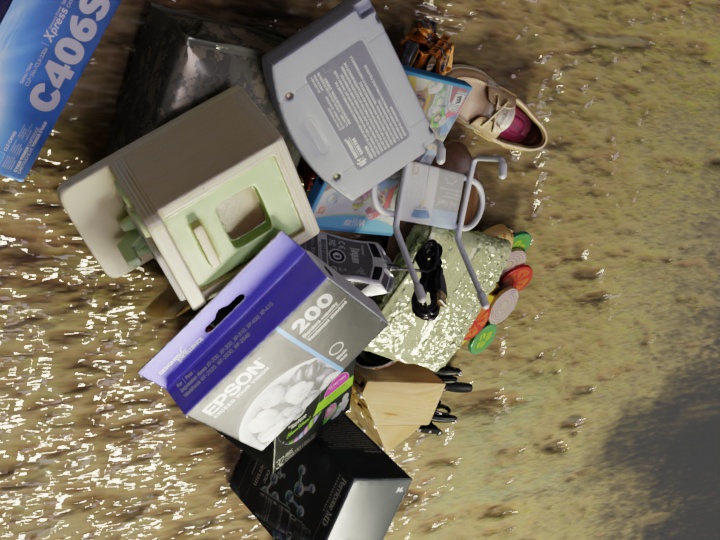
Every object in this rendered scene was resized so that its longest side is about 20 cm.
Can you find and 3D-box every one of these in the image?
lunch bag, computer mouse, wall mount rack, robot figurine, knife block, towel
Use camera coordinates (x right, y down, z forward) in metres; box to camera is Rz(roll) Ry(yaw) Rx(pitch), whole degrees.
[{"bbox_3d":[-0.134,-0.164,1.141,0.199,0.118,0.165,6,116,-38],"label":"lunch bag"},{"bbox_3d":[0.000,0.000,1.247,0.199,0.110,0.044,10,139,-15],"label":"computer mouse"},{"bbox_3d":[0.095,-0.052,1.249,0.199,0.074,0.175,7,94,-46],"label":"wall mount rack"},{"bbox_3d":[0.058,-0.190,1.295,0.145,0.058,0.201,-58,167,-59],"label":"robot figurine"},{"bbox_3d":[0.073,0.160,1.567,0.175,0.064,0.201,-37,134,-17],"label":"knife block"},{"bbox_3d":[0.091,0.032,1.378,0.148,0.037,0.201,14,115,-31],"label":"towel"}]

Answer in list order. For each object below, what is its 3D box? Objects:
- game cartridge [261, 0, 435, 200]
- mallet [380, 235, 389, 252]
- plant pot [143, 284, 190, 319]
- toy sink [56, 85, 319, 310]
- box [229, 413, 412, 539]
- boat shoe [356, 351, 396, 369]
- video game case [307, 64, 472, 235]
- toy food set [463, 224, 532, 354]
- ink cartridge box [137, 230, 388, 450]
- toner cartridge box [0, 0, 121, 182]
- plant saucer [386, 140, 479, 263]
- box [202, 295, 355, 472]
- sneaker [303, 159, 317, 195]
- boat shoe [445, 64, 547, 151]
[{"bbox_3d":[-0.014,-0.165,1.118,0.133,0.041,0.200,-36,135,-5],"label":"game cartridge"},{"bbox_3d":[-0.020,-0.007,1.403,0.199,0.041,0.066,-3,120,-35],"label":"mallet"},{"bbox_3d":[-0.145,-0.007,1.201,0.200,0.200,0.028,-38,91,-15],"label":"plant pot"},{"bbox_3d":[-0.157,-0.054,1.045,0.199,0.112,0.131,-30,138,-10],"label":"toy sink"},{"bbox_3d":[-0.055,0.271,1.432,0.107,0.200,0.149,10,110,-44],"label":"box"},{"bbox_3d":[0.075,0.065,1.450,0.201,0.074,0.063,-34,176,16],"label":"boat shoe"},{"bbox_3d":[0.027,-0.128,1.225,0.143,0.018,0.201,3,124,-45],"label":"video game case"},{"bbox_3d":[0.165,0.026,1.549,0.198,0.049,0.201,16,108,-55],"label":"toy food set"},{"bbox_3d":[-0.089,0.077,1.114,0.198,0.043,0.200,-45,144,5],"label":"ink cartridge box"},{"bbox_3d":[-0.310,-0.189,1.029,0.095,0.043,0.201,23,101,-45],"label":"toner cartridge box"},{"bbox_3d":[0.100,-0.063,1.414,0.200,0.037,0.201,-47,153,-34],"label":"plant saucer"},{"bbox_3d":[-0.093,0.100,1.301,0.148,0.124,0.201,-36,145,-40],"label":"box"},{"bbox_3d":[-0.033,-0.165,1.262,0.071,0.098,0.201,-20,152,-28],"label":"sneaker"},{"bbox_3d":[0.169,-0.201,1.409,0.199,0.069,0.074,15,106,-45],"label":"boat shoe"}]
